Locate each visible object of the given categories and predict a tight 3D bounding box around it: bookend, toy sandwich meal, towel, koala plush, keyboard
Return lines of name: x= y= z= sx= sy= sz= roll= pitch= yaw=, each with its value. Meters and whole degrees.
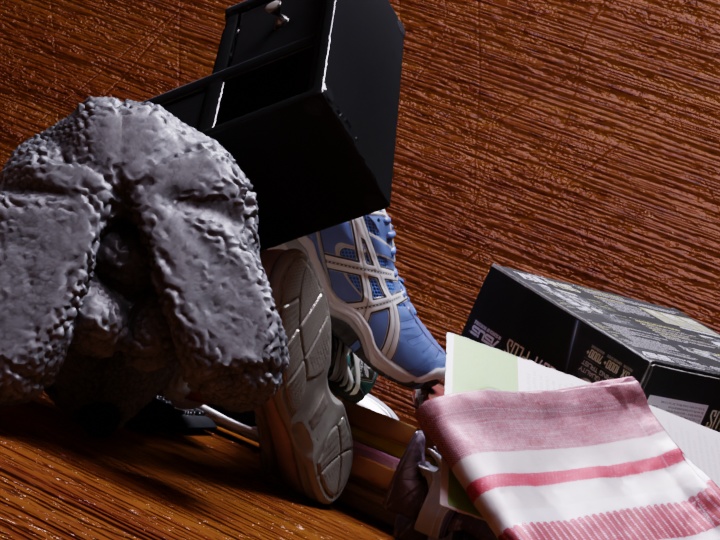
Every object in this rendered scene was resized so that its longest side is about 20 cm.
bookend: x=-0.082 y=-0.103 z=0.990 sx=0.199 sy=0.200 sz=0.092 roll=-18 pitch=-53 yaw=20
toy sandwich meal: x=0.045 y=0.151 z=1.125 sx=0.205 sy=0.070 sz=0.205 roll=22 pitch=-2 yaw=1
towel: x=0.130 y=0.126 z=0.714 sx=0.144 sy=0.023 sz=0.200 roll=-3 pitch=42 yaw=-38
koala plush: x=-0.143 y=0.021 z=0.890 sx=0.177 sy=0.184 sz=0.200 roll=1 pitch=-27 yaw=-12
keyboard: x=-0.165 y=0.081 z=1.112 sx=0.104 sy=0.040 sz=0.200 roll=23 pitch=-3 yaw=10

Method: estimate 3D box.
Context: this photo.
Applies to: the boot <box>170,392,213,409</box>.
boot: x=-0.104 y=0.040 z=1.053 sx=0.107 sy=0.075 sz=0.200 roll=56 pitch=-31 yaw=-9

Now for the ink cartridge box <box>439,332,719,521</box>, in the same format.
ink cartridge box: x=0.120 y=0.130 z=0.795 sx=0.200 sy=0.076 sz=0.148 roll=22 pitch=32 yaw=-9

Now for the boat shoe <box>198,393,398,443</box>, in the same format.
boat shoe: x=-0.066 y=0.111 z=1.220 sx=0.200 sy=0.074 sz=0.065 roll=11 pitch=-10 yaw=5

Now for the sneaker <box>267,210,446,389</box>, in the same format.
sneaker: x=0.000 y=0.000 z=1.041 sx=0.200 sy=0.077 sz=0.076 roll=48 pitch=5 yaw=-19

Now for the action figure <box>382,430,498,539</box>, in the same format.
action figure: x=0.112 y=0.173 z=0.936 sx=0.200 sy=0.069 sz=0.130 roll=25 pitch=-6 yaw=19

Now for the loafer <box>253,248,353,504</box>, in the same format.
loafer: x=-0.053 y=0.070 z=0.978 sx=0.063 sy=0.072 sz=0.200 roll=9 pitch=-48 yaw=24

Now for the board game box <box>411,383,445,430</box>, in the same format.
board game box: x=0.130 y=0.136 z=1.069 sx=0.200 sy=0.019 sz=0.103 roll=27 pitch=6 yaw=-6

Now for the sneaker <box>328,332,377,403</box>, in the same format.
sneaker: x=-0.024 y=0.059 z=1.111 sx=0.080 sy=0.071 sz=0.200 roll=10 pitch=-4 yaw=-2

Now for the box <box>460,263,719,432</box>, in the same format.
box: x=0.190 y=0.079 z=1.050 sx=0.200 sy=0.086 sz=0.164 roll=13 pitch=15 yaw=-39
